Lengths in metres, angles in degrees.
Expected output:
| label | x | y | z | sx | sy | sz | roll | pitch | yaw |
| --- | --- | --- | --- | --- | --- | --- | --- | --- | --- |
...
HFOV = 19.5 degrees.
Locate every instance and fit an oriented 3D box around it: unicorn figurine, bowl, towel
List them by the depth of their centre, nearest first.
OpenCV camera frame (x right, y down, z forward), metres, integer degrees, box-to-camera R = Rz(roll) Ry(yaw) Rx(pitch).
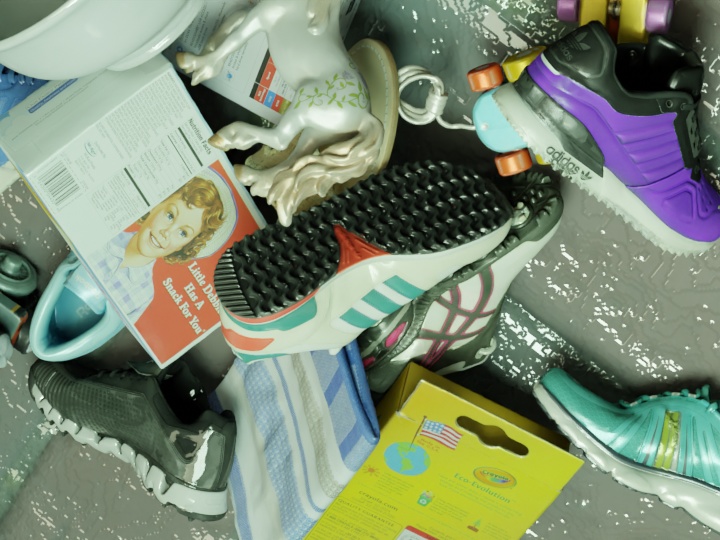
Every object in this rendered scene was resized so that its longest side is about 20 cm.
| label | x | y | z | sx | sy | sz | roll | pitch | yaw |
| --- | --- | --- | --- | --- | --- | --- | --- | --- | --- |
| bowl | -0.152 | -0.185 | 1.263 | 0.200 | 0.202 | 0.090 | -23 | 132 | 28 |
| unicorn figurine | -0.043 | -0.140 | 1.277 | 0.137 | 0.074 | 0.201 | -28 | 88 | 13 |
| towel | -0.049 | 0.099 | 1.406 | 0.200 | 0.024 | 0.148 | -53 | 46 | 48 |

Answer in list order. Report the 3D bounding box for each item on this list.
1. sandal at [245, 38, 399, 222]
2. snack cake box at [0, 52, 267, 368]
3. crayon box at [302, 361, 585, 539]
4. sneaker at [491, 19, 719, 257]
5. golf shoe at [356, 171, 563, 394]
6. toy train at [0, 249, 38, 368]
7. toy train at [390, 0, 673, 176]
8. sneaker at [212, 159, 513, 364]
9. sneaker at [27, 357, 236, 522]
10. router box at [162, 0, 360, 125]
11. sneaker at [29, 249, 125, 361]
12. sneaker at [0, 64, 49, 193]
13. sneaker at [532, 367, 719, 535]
| label | x | y | z | sx | sy | sz | roll | pitch | yaw |
| --- | --- | --- | --- | --- | --- | --- | --- | --- | --- |
| sandal | -0.044 | -0.048 | 1.324 | 0.078 | 0.069 | 0.213 | 39 | 113 | 45 |
| snack cake box | -0.137 | -0.045 | 1.352 | 0.115 | 0.067 | 0.201 | -37 | 134 | -8 |
| crayon box | 0.055 | 0.142 | 1.410 | 0.126 | 0.051 | 0.200 | 27 | 133 | -10 |
| sneaker | 0.176 | -0.083 | 1.247 | 0.199 | 0.070 | 0.100 | 29 | 111 | -40 |
| golf shoe | 0.067 | 0.011 | 1.383 | 0.088 | 0.078 | 0.200 | 36 | 121 | -29 |
| toy train | -0.320 | 0.005 | 1.494 | 0.199 | 0.114 | 0.086 | 36 | 121 | 3 |
| toy train | 0.110 | -0.160 | 1.290 | 0.150 | 0.056 | 0.201 | 34 | 118 | 7 |
| sneaker | 0.000 | 0.000 | 1.307 | 0.071 | 0.198 | 0.094 | 59 | 160 | 27 |
| sneaker | -0.155 | 0.093 | 1.485 | 0.199 | 0.066 | 0.091 | 31 | 107 | 35 |
| router box | -0.079 | -0.219 | 1.336 | 0.178 | 0.049 | 0.201 | 29 | 120 | 7 |
| sneaker | -0.161 | -0.006 | 1.444 | 0.074 | 0.082 | 0.201 | 37 | 117 | 0 |
| sneaker | -0.233 | -0.130 | 1.404 | 0.111 | 0.077 | 0.199 | 50 | 141 | -9 |
| sneaker | 0.207 | 0.109 | 1.373 | 0.199 | 0.078 | 0.080 | 25 | 101 | 3 |
